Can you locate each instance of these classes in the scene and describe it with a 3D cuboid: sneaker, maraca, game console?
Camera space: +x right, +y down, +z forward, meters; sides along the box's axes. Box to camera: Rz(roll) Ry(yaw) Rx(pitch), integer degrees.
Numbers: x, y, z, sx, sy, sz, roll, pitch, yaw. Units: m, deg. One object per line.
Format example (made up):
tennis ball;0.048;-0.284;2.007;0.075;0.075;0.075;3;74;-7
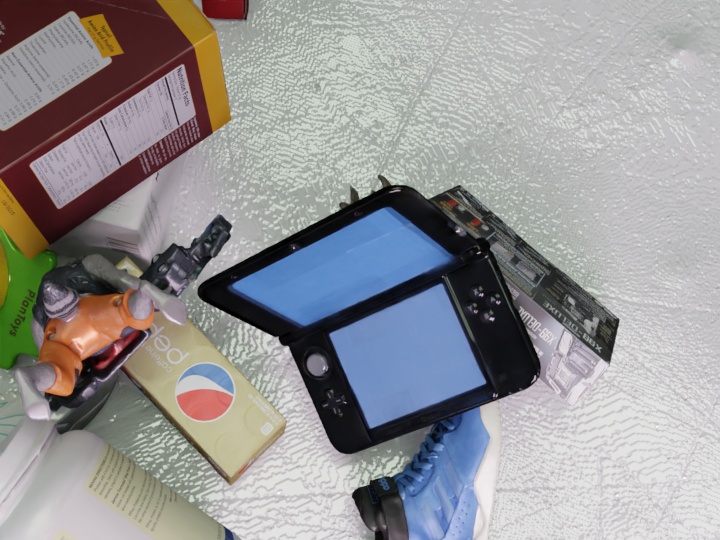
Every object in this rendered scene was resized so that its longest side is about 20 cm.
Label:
sneaker;0.051;0.170;0.788;0.110;0.077;0.202;5;93;-8
sneaker;-0.292;0.127;0.781;0.200;0.071;0.080;-36;77;-16
maraca;-0.334;-0.001;0.793;0.199;0.107;0.138;30;111;6
game console;0.007;0.048;0.726;0.199;0.116;0.177;-25;87;28

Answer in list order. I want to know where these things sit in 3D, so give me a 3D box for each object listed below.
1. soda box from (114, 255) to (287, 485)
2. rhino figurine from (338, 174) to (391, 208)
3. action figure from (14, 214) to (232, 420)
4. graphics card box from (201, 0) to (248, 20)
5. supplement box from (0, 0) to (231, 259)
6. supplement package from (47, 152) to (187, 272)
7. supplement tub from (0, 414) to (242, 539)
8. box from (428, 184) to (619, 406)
soda box;-0.155;0.085;0.814;0.200;0.064;0.068;45;73;8
rhino figurine;0.000;0.000;0.863;0.087;0.060;0.202;14;69;-6
action figure;-0.184;0.015;0.700;0.105;0.193;0.200;45;81;-21
graphics card box;-0.135;-0.366;0.932;0.050;0.126;0.202;-1;73;-7
supplement box;-0.236;-0.160;0.720;0.199;0.133;0.198;-36;76;-14
supplement package;-0.219;-0.119;0.842;0.119;0.121;0.202;12;71;-2
supplement tub;-0.197;0.210;0.700;0.200;0.145;0.145;39;71;-13
box;0.130;0.013;0.825;0.200;0.158;0.050;41;110;6
